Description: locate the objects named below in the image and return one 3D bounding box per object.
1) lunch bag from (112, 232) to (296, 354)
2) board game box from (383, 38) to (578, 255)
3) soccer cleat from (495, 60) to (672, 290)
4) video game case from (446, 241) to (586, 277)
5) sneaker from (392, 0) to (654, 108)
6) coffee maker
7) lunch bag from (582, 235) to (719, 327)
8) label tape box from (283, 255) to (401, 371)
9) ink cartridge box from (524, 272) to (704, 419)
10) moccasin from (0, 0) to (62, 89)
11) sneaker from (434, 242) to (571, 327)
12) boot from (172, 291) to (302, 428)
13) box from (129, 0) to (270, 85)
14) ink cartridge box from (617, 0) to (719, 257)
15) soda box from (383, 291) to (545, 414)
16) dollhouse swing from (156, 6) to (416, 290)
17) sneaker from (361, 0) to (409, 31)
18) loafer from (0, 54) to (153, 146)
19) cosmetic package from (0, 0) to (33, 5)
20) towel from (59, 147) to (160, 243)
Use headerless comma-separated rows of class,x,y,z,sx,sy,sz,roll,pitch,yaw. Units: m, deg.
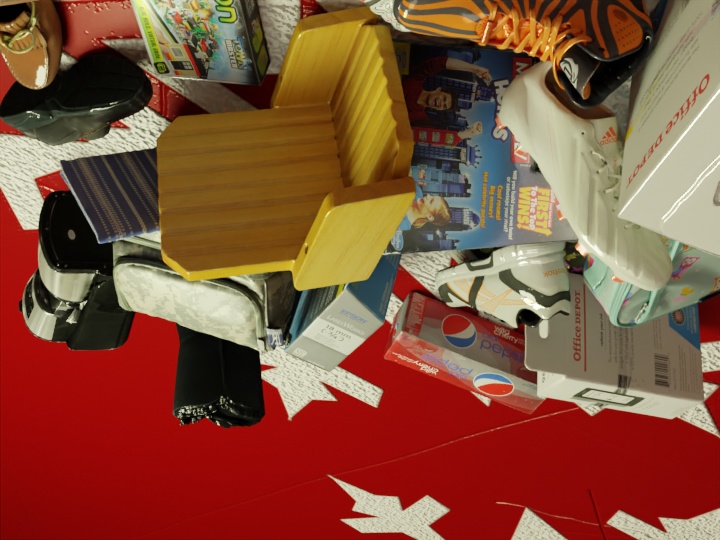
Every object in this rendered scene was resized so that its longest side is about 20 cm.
lunch bag,-0.155,-0.015,1.038,0.197,0.139,0.170,14,115,12
board game box,0.114,-0.100,0.886,0.197,0.062,0.203,10,115,20
soccer cleat,0.182,-0.076,0.770,0.201,0.069,0.078,56,132,12
video game case,0.167,-0.053,0.999,0.199,0.036,0.181,-19,132,39
sneaker,0.127,-0.177,0.721,0.197,0.113,0.078,-8,152,-13
coffee maker,-0.301,0.011,1.197,0.190,0.136,0.200,22,145,-11
lunch bag,0.279,-0.037,0.874,0.159,0.077,0.201,-21,144,-16
label tape box,0.000,0.000,1.046,0.063,0.145,0.200,26,144,-13
ink cartridge box,0.249,0.076,1.034,0.197,0.117,0.068,12,154,-13
moccasin,-0.321,-0.243,0.911,0.073,0.078,0.202,15,145,2
sneaker,0.135,0.022,0.974,0.073,0.081,0.200,-12,176,-22
boot,-0.124,0.099,1.169,0.197,0.170,0.077,0,153,-18
box,-0.149,-0.251,0.865,0.109,0.035,0.201,7,143,13
ink cartridge box,0.284,-0.127,0.709,0.143,0.202,0.148,20,145,-4
soda box,0.133,0.099,1.195,0.198,0.064,0.070,22,144,-6
dollhouse swing,-0.074,-0.106,0.842,0.173,0.202,0.182,3,148,-19
sneaker,0.071,-0.253,0.749,0.200,0.068,0.108,-20,136,40
loafer,-0.276,-0.167,1.011,0.198,0.074,0.072,2,152,36
cosmetic package,-0.237,-0.295,0.745,0.199,0.103,0.088,-36,85,42
towel,-0.172,-0.078,0.950,0.198,0.145,0.024,-12,128,-27
